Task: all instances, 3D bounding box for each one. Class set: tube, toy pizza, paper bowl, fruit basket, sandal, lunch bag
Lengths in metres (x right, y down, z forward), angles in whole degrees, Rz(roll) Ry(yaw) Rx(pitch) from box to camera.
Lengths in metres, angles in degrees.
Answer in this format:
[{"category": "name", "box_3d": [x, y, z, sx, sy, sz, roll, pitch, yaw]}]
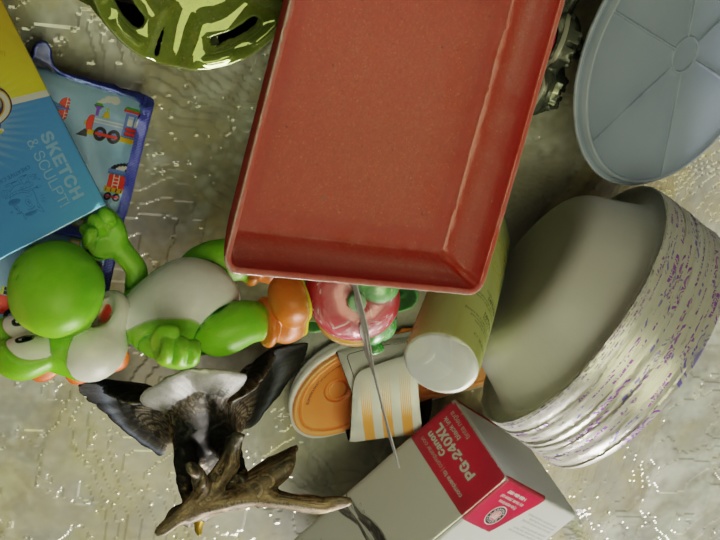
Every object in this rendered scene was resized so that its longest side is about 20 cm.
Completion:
[{"category": "tube", "box_3d": [0.077, 0.001, 1.128, 0.052, 0.201, 0.058, 29, 129, -5]}, {"category": "toy pizza", "box_3d": [0.213, -0.154, 1.133, 0.199, 0.032, 0.202, -24, 130, -31]}, {"category": "paper bowl", "box_3d": [0.156, 0.029, 1.153, 0.104, 0.201, 0.201, 34, 107, -13]}, {"category": "fruit basket", "box_3d": [0.000, 0.000, 1.093, 0.093, 0.200, 0.187, -17, 122, -5]}, {"category": "sandal", "box_3d": [0.046, 0.083, 1.236, 0.205, 0.059, 0.080, -16, 122, -6]}, {"category": "lunch bag", "box_3d": [-0.228, -0.054, 1.079, 0.149, 0.094, 0.202, 13, 103, -18]}]

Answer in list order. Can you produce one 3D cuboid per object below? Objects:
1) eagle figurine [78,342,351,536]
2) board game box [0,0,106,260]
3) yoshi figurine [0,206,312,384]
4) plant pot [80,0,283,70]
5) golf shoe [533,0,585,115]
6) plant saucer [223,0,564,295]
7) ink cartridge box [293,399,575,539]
[{"category": "eagle figurine", "box_3d": [-0.108, 0.109, 1.132, 0.151, 0.200, 0.151, 33, 106, -24]}, {"category": "board game box", "box_3d": [-0.268, -0.095, 1.002, 0.152, 0.040, 0.201, -29, 100, -10]}, {"category": "yoshi figurine", "box_3d": [-0.137, 0.014, 1.029, 0.198, 0.112, 0.113, -14, 98, -12]}, {"category": "plant pot", "box_3d": [-0.107, -0.207, 0.951, 0.198, 0.190, 0.202, -7, 121, -11]}, {"category": "golf shoe", "box_3d": [0.126, -0.205, 1.082, 0.088, 0.077, 0.201, 25, 93, 10]}, {"category": "plant saucer", "box_3d": [0.015, -0.092, 0.930, 0.199, 0.037, 0.201, 5, 105, -42]}, {"category": "ink cartridge box", "box_3d": [0.047, 0.208, 1.265, 0.200, 0.084, 0.145, -41, 148, 10]}]
